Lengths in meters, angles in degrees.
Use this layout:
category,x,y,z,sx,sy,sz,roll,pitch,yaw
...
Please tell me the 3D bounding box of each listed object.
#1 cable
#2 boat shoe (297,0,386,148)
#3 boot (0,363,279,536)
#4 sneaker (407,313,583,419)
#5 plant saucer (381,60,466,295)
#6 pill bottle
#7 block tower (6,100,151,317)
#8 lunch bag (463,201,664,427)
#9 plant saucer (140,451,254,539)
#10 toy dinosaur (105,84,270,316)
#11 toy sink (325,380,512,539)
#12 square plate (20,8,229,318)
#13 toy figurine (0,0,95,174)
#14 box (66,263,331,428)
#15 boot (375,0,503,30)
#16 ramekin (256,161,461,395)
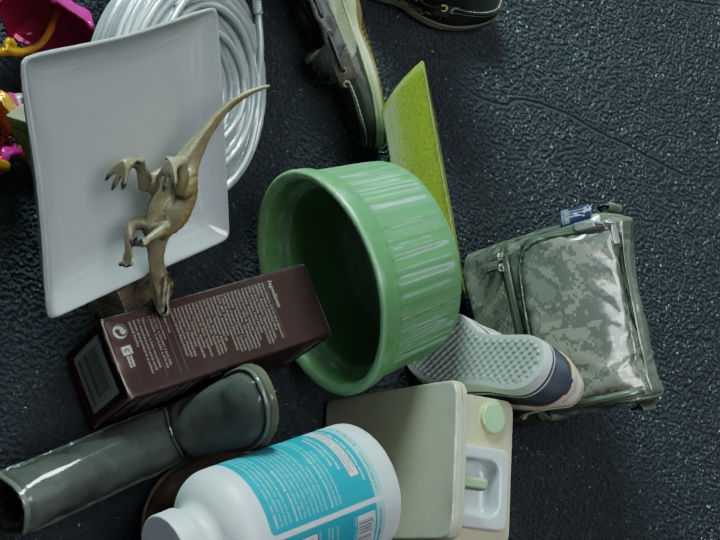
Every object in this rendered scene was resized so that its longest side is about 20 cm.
category,x,y,z,sx,sy,sz,roll,pitch,yaw
cable,-0.156,-0.157,1.116,0.200,0.069,0.202,-32,124,-51
boat shoe,-0.024,-0.212,1.266,0.064,0.073,0.202,-17,98,-10
boot,-0.182,0.141,1.021,0.199,0.182,0.073,-10,74,-39
sneaker,0.123,0.094,1.223,0.079,0.199,0.079,32,80,-34
plant saucer,0.060,-0.077,1.244,0.047,0.200,0.202,-10,84,5
pill bottle,-0.071,0.197,1.030,0.199,0.110,0.112,-13,87,-40
block tower,-0.214,-0.051,1.049,0.058,0.054,0.201,-48,139,-33
lunch bag,0.211,0.047,1.292,0.139,0.167,0.202,-3,81,-45
plant saucer,-0.090,0.238,1.090,0.198,0.035,0.201,15,37,-12
toy dinosaur,-0.146,-0.067,1.010,0.202,0.058,0.101,-67,161,5
toy sink,0.064,0.177,1.156,0.111,0.199,0.132,12,72,-32
square plate,-0.180,-0.089,1.008,0.199,0.028,0.200,-28,125,-47
toy figurine,-0.284,-0.150,1.050,0.183,0.149,0.202,-29,112,-44
box,-0.136,0.063,1.104,0.199,0.100,0.076,-18,80,-34
boot,0.095,-0.310,1.309,0.198,0.150,0.074,14,72,-30
ramekin,0.000,0.000,1.148,0.097,0.199,0.202,-17,89,-32
